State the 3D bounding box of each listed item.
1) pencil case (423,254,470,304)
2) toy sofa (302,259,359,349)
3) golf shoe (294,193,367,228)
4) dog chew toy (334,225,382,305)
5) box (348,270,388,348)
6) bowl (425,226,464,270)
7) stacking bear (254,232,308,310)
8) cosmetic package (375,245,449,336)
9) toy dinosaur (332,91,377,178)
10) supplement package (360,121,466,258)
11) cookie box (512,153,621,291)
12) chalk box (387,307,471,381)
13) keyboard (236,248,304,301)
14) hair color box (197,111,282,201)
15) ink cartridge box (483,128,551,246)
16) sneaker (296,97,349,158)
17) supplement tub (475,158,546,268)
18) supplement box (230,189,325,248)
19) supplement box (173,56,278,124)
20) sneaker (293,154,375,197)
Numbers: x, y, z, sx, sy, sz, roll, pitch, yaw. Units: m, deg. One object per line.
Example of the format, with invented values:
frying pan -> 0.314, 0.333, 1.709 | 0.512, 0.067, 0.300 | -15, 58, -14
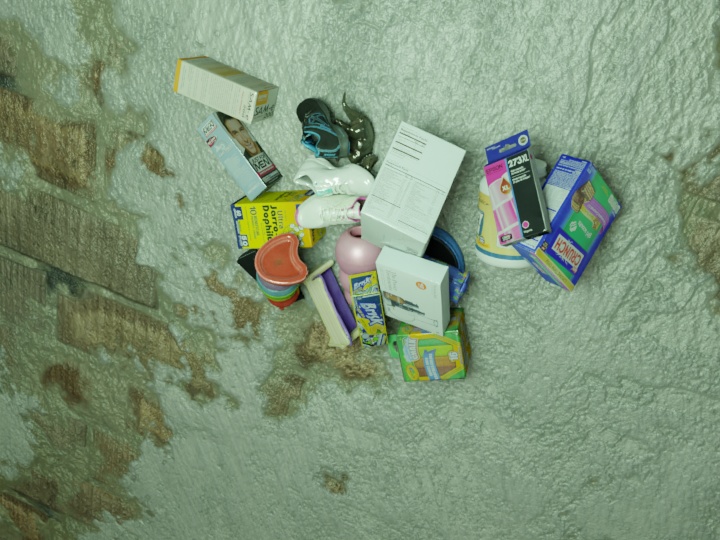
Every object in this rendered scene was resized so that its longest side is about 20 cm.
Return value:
pencil case -> 0.148, 0.004, 1.291 | 0.195, 0.087, 0.080 | 23, 96, 6
toy sofa -> -0.063, 0.083, 1.414 | 0.096, 0.082, 0.205 | -7, 112, 52
golf shoe -> -0.049, -0.136, 1.281 | 0.195, 0.091, 0.078 | -18, 113, -25
dog chew toy -> 0.000, 0.000, 1.363 | 0.120, 0.125, 0.206 | 8, 122, 13
box -> 0.020, 0.094, 1.335 | 0.068, 0.066, 0.203 | -9, 139, 2
bowl -> 0.147, -0.005, 1.357 | 0.194, 0.039, 0.207 | 6, 113, 14
stacking bear -> -0.186, 0.022, 1.346 | 0.110, 0.201, 0.124 | -15, 66, -12
cosmetic package -> 0.116, 0.048, 1.241 | 0.147, 0.052, 0.203 | 17, 148, 22
toy dinosaur -> -0.009, -0.292, 1.281 | 0.099, 0.077, 0.207 | -2, 106, 5
supplement package -> 0.102, -0.151, 1.185 | 0.144, 0.192, 0.205 | 24, 80, 5
cookie box -> 0.406, -0.090, 1.134 | 0.170, 0.075, 0.203 | 33, 89, -39
chalk box -> 0.155, 0.179, 1.380 | 0.194, 0.124, 0.128 | -8, 109, 19
keyboard -> -0.206, 0.011, 1.438 | 0.124, 0.021, 0.200 | -19, 132, 28
hair color box -> -0.279, -0.273, 1.345 | 0.060, 0.099, 0.202 | -33, 99, 26
ink cartridge box -> 0.289, -0.156, 1.084 | 0.093, 0.037, 0.207 | -18, 74, 36
sneaker -> -0.099, -0.309, 1.240 | 0.201, 0.080, 0.075 | 51, 144, 39
supplement tub -> 0.315, -0.123, 1.198 | 0.140, 0.145, 0.206 | 6, 113, 14
supplement box -> -0.194, -0.122, 1.375 | 0.193, 0.110, 0.112 | -1, 112, 17
supplement box -> -0.297, -0.403, 1.284 | 0.195, 0.126, 0.075 | 24, 116, 7
sneaker -> -0.059, -0.188, 1.258 | 0.196, 0.089, 0.077 | 19, 141, 30
